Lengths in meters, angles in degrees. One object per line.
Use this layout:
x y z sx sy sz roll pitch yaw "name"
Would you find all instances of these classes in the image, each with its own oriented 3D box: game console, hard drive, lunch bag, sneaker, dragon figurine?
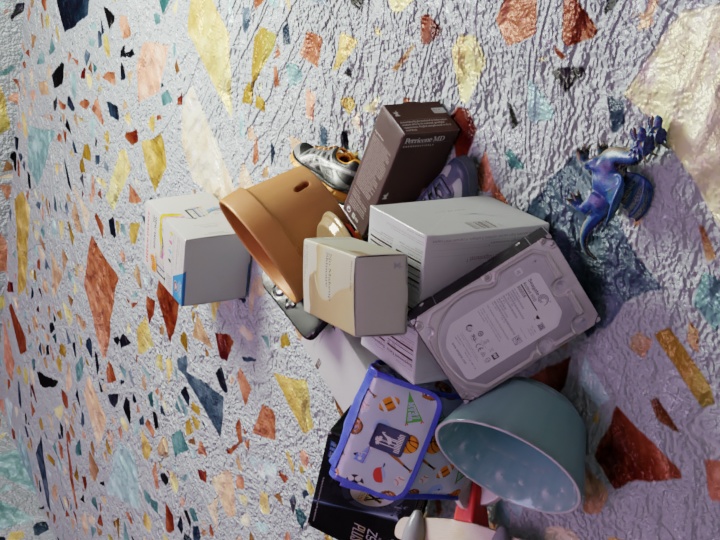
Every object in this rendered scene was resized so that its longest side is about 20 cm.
-0.062 -0.009 1.854 0.200 0.031 0.177 -49 47 9 "game console"
0.176 0.057 1.396 0.140 0.200 0.038 57 -176 -20 "hard drive"
0.066 0.215 1.532 0.124 0.200 0.170 37 109 52 "lunch bag"
-0.046 -0.170 1.858 0.200 0.078 0.077 42 108 48 "sneaker"
0.296 -0.089 1.324 0.099 0.059 0.200 36 125 50 "dragon figurine"
0.099 -0.081 1.621 0.070 0.082 0.200 59 142 32 "sneaker"

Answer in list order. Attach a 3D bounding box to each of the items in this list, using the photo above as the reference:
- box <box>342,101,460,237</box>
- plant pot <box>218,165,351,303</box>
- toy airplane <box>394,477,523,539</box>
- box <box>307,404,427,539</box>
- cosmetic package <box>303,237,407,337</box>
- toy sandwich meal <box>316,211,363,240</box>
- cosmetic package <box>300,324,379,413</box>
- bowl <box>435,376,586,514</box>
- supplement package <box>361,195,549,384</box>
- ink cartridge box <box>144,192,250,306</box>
0.057 -0.146 1.659 0.075 0.100 0.200 56 141 35 "box"
-0.106 -0.068 1.784 0.200 0.140 0.200 50 169 13 "plant pot"
0.140 0.387 1.606 0.199 0.141 0.200 54 131 30 "toy airplane"
0.022 0.335 1.772 0.164 0.086 0.200 23 122 15 "box"
-0.010 0.017 1.455 0.200 0.071 0.105 -163 72 -68 "cosmetic package"
0.000 0.000 1.654 0.205 0.070 0.205 159 90 -76 "toy sandwich meal"
-0.008 0.143 1.849 0.200 0.081 0.113 56 138 37 "cosmetic package"
0.207 0.210 1.450 0.201 0.105 0.201 26 152 15 "bowl"
0.121 0.021 1.500 0.147 0.191 0.200 34 125 55 "supplement package"
-0.325 -0.045 2.254 0.200 0.145 0.147 40 130 48 "ink cartridge box"
